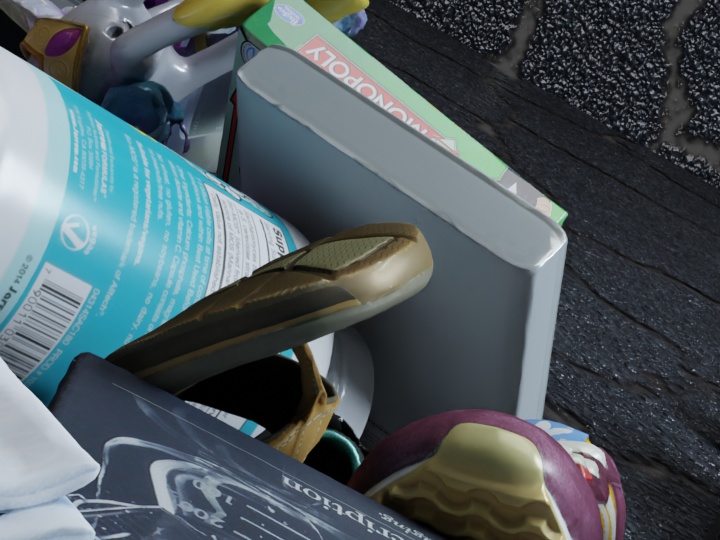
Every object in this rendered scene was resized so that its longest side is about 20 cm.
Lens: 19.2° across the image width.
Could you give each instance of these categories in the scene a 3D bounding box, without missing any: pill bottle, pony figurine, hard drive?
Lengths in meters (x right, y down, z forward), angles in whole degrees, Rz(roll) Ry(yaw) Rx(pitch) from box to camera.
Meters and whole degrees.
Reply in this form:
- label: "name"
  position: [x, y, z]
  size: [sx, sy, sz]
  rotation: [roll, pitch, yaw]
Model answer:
- label: "pill bottle"
  position: [-0.084, 0.011, 0.700]
  size: [0.200, 0.111, 0.111]
  rotation: [32, 7, -41]
- label: "pony figurine"
  position: [-0.095, -0.083, 0.854]
  size: [0.167, 0.199, 0.193]
  rotation: [60, 11, 9]
- label: "hard drive"
  position: [0.010, 0.025, 0.780]
  size: [0.132, 0.201, 0.026]
  rotation: [35, 57, 24]

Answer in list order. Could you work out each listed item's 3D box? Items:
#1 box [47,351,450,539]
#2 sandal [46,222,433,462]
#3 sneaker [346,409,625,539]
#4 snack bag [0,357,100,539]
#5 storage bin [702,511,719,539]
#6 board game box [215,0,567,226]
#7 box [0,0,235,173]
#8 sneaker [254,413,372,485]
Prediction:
- label: "box"
  position: [-0.007, 0.128, 0.451]
  size: [0.199, 0.105, 0.182]
  rotation: [28, 13, -6]
- label: "sandal"
  position: [-0.045, 0.041, 0.576]
  size: [0.054, 0.200, 0.080]
  rotation: [57, 40, 0]
- label: "sneaker"
  position: [0.039, 0.071, 0.613]
  size: [0.074, 0.091, 0.200]
  rotation: [17, -28, 10]
- label: "snack bag"
  position: [-0.169, 0.030, 0.424]
  size: [0.198, 0.022, 0.188]
  rotation: [-5, 15, -20]
- label: "storage bin"
  position: [0.154, 0.129, 0.582]
  size: [0.135, 0.201, 0.094]
  rotation: [22, 15, -30]
- label: "board game box"
  position: [0.000, 0.000, 0.822]
  size: [0.134, 0.201, 0.029]
  rotation: [40, 60, 17]
- label: "box"
  position: [-0.103, -0.170, 1.209]
  size: [0.123, 0.201, 0.198]
  rotation: [33, 13, 20]
- label: "sneaker"
  position: [-0.007, 0.088, 0.676]
  size: [0.075, 0.080, 0.200]
  rotation: [32, 11, 14]
